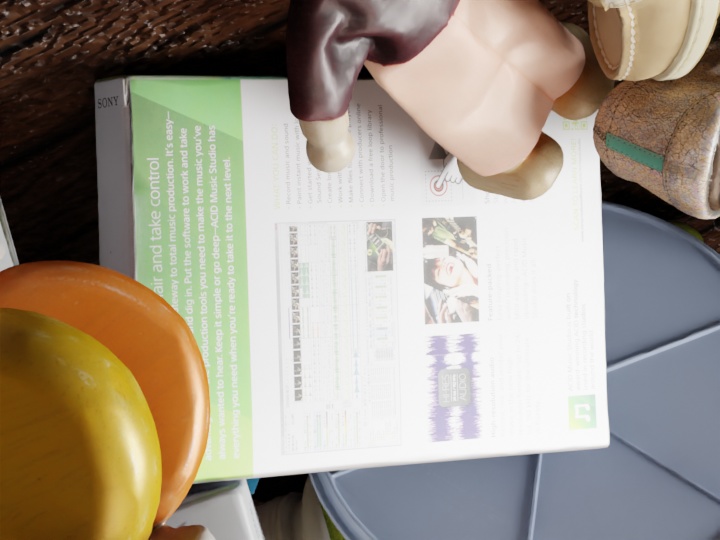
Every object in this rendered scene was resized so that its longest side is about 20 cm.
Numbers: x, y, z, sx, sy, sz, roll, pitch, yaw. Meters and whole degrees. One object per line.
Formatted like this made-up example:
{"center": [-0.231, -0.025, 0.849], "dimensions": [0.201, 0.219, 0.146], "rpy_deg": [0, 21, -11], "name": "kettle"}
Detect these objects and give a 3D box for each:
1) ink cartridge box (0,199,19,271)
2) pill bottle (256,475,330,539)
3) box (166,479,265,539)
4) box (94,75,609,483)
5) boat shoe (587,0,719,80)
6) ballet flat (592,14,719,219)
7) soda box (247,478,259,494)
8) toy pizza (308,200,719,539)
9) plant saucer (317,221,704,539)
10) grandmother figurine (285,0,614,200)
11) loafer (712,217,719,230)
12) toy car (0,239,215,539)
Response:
{"center": [-0.236, 0.009, 0.837], "dimensions": [0.200, 0.085, 0.144], "rpy_deg": [-28, 154, 24], "name": "ink cartridge box"}
{"center": [0.042, 0.127, 1.224], "dimensions": [0.200, 0.113, 0.113], "rpy_deg": [-24, 154, 16], "name": "pill bottle"}
{"center": [-0.068, 0.176, 0.949], "dimensions": [0.105, 0.184, 0.200], "rpy_deg": [-16, 179, -3], "name": "box"}
{"center": [0.000, 0.000, 0.907], "dimensions": [0.200, 0.145, 0.036], "rpy_deg": [-2, -179, -30], "name": "box"}
{"center": [0.073, -0.127, 0.777], "dimensions": [0.069, 0.074, 0.200], "rpy_deg": [-17, 146, -5], "name": "boat shoe"}
{"center": [0.144, -0.071, 0.925], "dimensions": [0.067, 0.068, 0.200], "rpy_deg": [16, -160, 26], "name": "ballet flat"}
{"center": [-0.142, 0.073, 1.051], "dimensions": [0.200, 0.064, 0.068], "rpy_deg": [-9, 154, -17], "name": "soda box"}
{"center": [0.075, 0.057, 0.995], "dimensions": [0.200, 0.200, 0.032], "rpy_deg": [-15, 147, -6], "name": "toy pizza"}
{"center": [0.078, 0.069, 1.036], "dimensions": [0.200, 0.200, 0.048], "rpy_deg": [-16, 145, -3], "name": "plant saucer"}
{"center": [0.013, -0.089, 0.818], "dimensions": [0.060, 0.121, 0.200], "rpy_deg": [19, 167, 36], "name": "grandmother figurine"}
{"center": [0.197, -0.010, 1.036], "dimensions": [0.073, 0.072, 0.200], "rpy_deg": [6, 177, 26], "name": "loafer"}
{"center": [-0.134, 0.068, 0.779], "dimensions": [0.200, 0.175, 0.150], "rpy_deg": [-31, -171, 23], "name": "toy car"}
